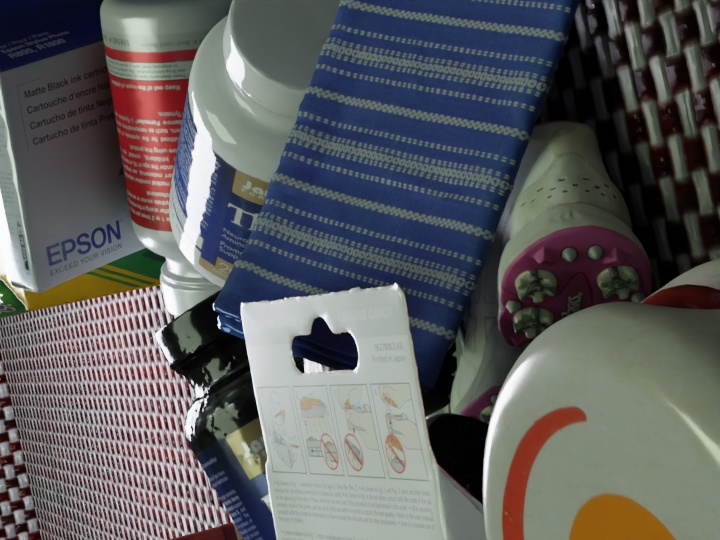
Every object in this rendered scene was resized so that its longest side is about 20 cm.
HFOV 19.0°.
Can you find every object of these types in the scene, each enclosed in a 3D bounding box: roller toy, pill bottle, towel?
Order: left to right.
[{"bbox_3d":[-0.092,-0.077,1.325,0.112,0.112,0.200,-142,43,-65],"label":"pill bottle"},{"bbox_3d":[-0.041,-0.076,1.164,0.200,0.111,0.111,109,145,-60],"label":"pill bottle"},{"bbox_3d":[-0.025,0.100,1.155,0.200,0.112,0.112,59,161,3],"label":"pill bottle"},{"bbox_3d":[0.014,-0.054,0.921,0.145,0.024,0.200,16,85,49],"label":"towel"},{"bbox_3d":[0.138,0.081,0.652,0.183,0.140,0.200,51,147,36],"label":"roller toy"}]

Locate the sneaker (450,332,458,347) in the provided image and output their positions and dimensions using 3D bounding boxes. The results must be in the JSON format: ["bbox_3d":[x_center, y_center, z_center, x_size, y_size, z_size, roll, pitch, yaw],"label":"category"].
[{"bbox_3d":[0.026,-0.054,0.975,0.089,0.077,0.200,124,154,-46],"label":"sneaker"}]

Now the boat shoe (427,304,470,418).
[{"bbox_3d":[0.026,0.068,1.091,0.075,0.086,0.202,134,121,-70],"label":"boat shoe"}]

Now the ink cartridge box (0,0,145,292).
[{"bbox_3d":[-0.154,-0.111,1.365,0.041,0.199,0.200,12,118,44],"label":"ink cartridge box"}]

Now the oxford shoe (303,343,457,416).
[{"bbox_3d":[0.000,0.000,1.045,0.084,0.073,0.200,-38,30,39],"label":"oxford shoe"}]

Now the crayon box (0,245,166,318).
[{"bbox_3d":[-0.182,-0.019,1.504,0.126,0.200,0.052,-151,51,-67],"label":"crayon box"}]

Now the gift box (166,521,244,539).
[{"bbox_3d":[-0.073,0.264,1.372,0.187,0.200,0.185,101,156,-55],"label":"gift box"}]

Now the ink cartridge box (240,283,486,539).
[{"bbox_3d":[0.016,0.105,0.857,0.161,0.050,0.200,-8,90,64],"label":"ink cartridge box"}]

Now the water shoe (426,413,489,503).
[{"bbox_3d":[0.098,0.108,0.843,0.200,0.071,0.079,46,128,32],"label":"water shoe"}]

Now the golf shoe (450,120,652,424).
[{"bbox_3d":[0.080,0.017,0.938,0.200,0.075,0.092,106,163,-53],"label":"golf shoe"}]
